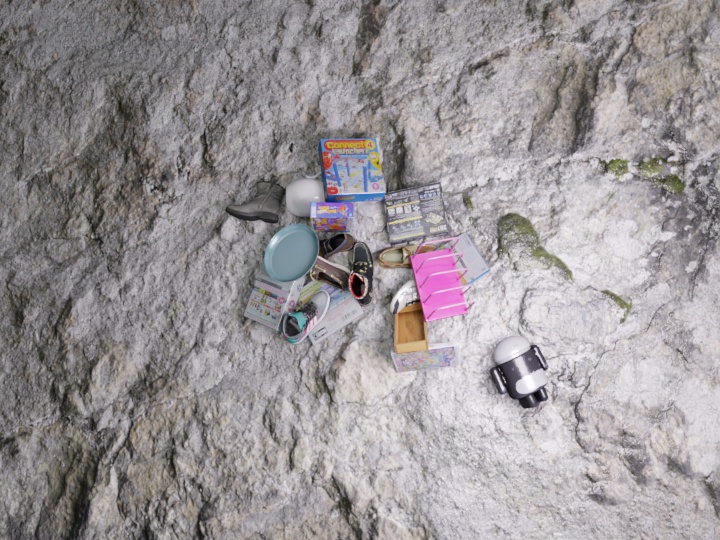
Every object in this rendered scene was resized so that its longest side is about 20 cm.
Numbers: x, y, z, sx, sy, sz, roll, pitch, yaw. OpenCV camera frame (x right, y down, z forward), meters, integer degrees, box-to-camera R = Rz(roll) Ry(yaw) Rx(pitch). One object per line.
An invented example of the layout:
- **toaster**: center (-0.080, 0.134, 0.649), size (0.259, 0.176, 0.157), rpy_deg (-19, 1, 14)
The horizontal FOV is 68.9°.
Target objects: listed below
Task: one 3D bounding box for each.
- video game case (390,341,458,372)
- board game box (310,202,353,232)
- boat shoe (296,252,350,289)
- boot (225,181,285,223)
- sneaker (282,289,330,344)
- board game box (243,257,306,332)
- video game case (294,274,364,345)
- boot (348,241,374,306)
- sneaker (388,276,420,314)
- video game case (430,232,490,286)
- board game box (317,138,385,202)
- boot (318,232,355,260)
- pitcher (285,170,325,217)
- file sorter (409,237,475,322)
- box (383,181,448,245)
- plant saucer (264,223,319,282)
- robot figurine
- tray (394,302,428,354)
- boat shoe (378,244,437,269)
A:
- **video game case**: center (0.195, 0.262, 1.573), size (0.192, 0.145, 0.019), rpy_deg (-9, 55, 9)
- **board game box**: center (-0.091, -0.164, 1.645), size (0.129, 0.200, 0.047), rpy_deg (0, 82, -4)
- **boat shoe**: center (-0.127, 0.003, 1.678), size (0.194, 0.073, 0.061), rpy_deg (20, 55, 10)
- **boot**: center (-0.358, -0.240, 1.797), size (0.192, 0.068, 0.136), rpy_deg (7, 78, 4)
- **sneaker**: center (-0.177, 0.142, 1.648), size (0.083, 0.121, 0.202), rpy_deg (36, 90, 14)
- **board game box**: center (-0.279, 0.079, 1.716), size (0.143, 0.064, 0.206), rpy_deg (18, 84, 25)
- **video game case**: center (-0.112, 0.112, 1.713), size (0.196, 0.022, 0.186), rpy_deg (-32, 77, 6)
- **boot**: center (0.001, 0.001, 1.639), size (0.071, 0.154, 0.212), rpy_deg (-6, 81, 9)
- **sneaker**: center (0.173, 0.071, 1.619), size (0.199, 0.076, 0.088), rpy_deg (-43, 76, -13)
- **video game case**: center (0.287, -0.012, 1.624), size (0.196, 0.018, 0.146), rpy_deg (-29, 78, -16)
- **board game box**: center (-0.029, -0.323, 1.691), size (0.192, 0.056, 0.203), rpy_deg (-5, 71, -15)
- **boot**: center (-0.116, -0.076, 1.703), size (0.194, 0.097, 0.077), rpy_deg (-23, 78, 6)
- **pitcher**: center (-0.145, -0.266, 1.730), size (0.192, 0.122, 0.179), rpy_deg (-2, 77, 0)
- **file sorter**: center (0.242, 0.024, 1.530), size (0.134, 0.126, 0.207), rpy_deg (-9, 73, -10)
- **box**: center (0.178, -0.183, 1.688), size (0.192, 0.049, 0.168), rpy_deg (-11, 78, 9)
- **plant saucer**: center (-0.217, -0.052, 1.678), size (0.193, 0.027, 0.207), rpy_deg (-10, 63, 18)
- **robot figurine**: center (0.465, 0.293, 1.527), size (0.123, 0.148, 0.205), rpy_deg (-32, 76, 34)
- **tray**: center (0.152, 0.169, 1.576), size (0.095, 0.202, 0.038), rpy_deg (-9, 119, 10)
- **boat shoe**: center (0.148, -0.043, 1.659), size (0.192, 0.074, 0.079), rpy_deg (-10, 80, 9)
